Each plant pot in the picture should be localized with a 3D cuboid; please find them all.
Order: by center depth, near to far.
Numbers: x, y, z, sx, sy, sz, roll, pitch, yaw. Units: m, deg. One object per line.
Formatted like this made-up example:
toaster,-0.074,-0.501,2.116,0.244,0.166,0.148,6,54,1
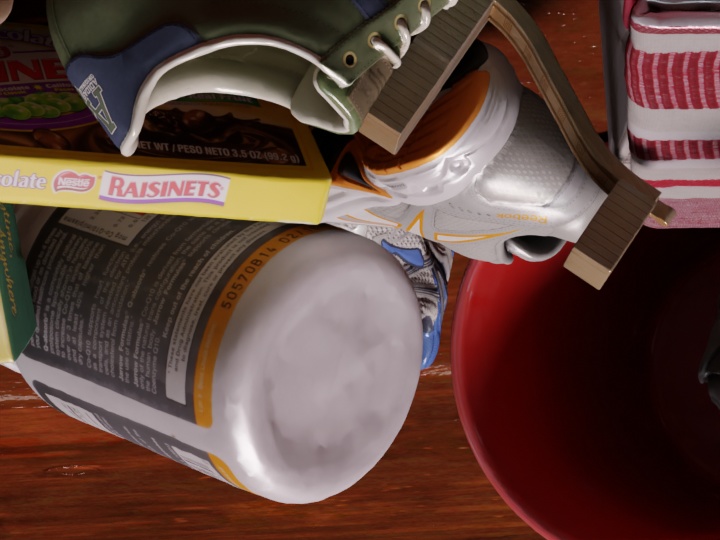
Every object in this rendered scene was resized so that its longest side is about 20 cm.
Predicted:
plant pot,0.168,0.041,1.225,0.200,0.202,0.177,-11,172,27

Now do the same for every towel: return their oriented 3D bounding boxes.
towel,0.161,-0.054,0.876,0.143,0.023,0.200,-1,163,6

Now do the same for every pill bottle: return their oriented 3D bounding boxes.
pill bottle,-0.080,0.019,1.117,0.199,0.117,0.116,19,180,41

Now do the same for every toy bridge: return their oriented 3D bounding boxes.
toy bridge,0.025,-0.073,0.903,0.200,0.067,0.027,34,165,5

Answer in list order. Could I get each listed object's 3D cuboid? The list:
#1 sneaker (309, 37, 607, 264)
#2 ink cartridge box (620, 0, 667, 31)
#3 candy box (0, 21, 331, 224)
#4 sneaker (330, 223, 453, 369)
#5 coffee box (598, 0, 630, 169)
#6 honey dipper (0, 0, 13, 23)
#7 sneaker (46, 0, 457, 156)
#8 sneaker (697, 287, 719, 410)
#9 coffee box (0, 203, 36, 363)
sneaker,0.032,-0.033,1.019,0.092,0.076,0.200,34,171,-17
ink cartridge box,0.175,-0.138,0.770,0.199,0.084,0.145,-4,164,3
candy box,-0.118,-0.060,0.984,0.199,0.102,0.027,4,122,-20
sneaker,0.000,0.000,1.210,0.077,0.086,0.200,-8,162,20
coffee box,0.194,-0.090,0.939,0.199,0.080,0.113,-1,162,-4
honey dipper,-0.104,-0.120,0.890,0.038,0.038,0.200,11,155,-38
sneaker,-0.004,-0.087,0.855,0.199,0.090,0.067,-10,165,-13
sneaker,0.210,0.043,0.861,0.199,0.112,0.077,21,170,6
coffee box,-0.240,-0.016,1.066,0.199,0.124,0.044,-4,-161,7
